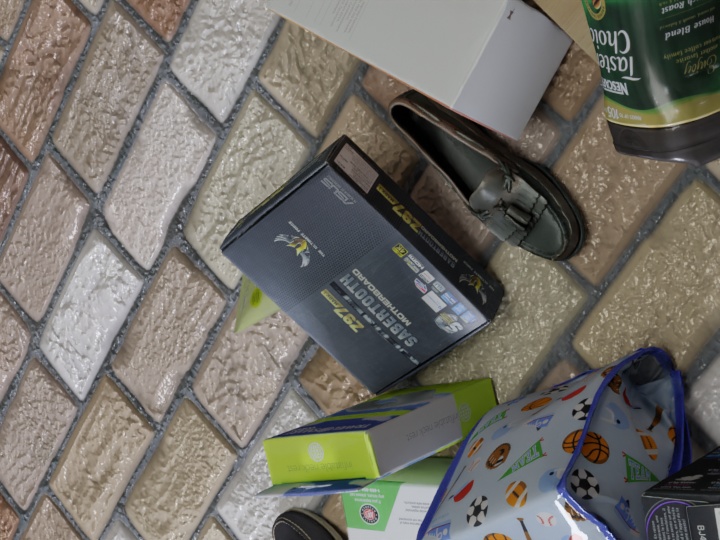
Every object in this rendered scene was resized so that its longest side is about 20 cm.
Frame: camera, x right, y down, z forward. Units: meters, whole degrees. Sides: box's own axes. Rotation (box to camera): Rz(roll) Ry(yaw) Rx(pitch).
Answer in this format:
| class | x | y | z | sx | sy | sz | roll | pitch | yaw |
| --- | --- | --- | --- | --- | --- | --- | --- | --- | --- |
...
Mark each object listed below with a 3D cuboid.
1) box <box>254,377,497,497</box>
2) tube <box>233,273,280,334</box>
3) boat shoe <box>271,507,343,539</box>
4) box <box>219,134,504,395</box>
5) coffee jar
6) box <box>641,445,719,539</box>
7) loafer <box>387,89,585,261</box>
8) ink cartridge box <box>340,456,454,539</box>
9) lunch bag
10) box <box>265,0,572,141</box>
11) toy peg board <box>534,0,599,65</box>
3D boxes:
| class | x | y | z | sx | sy | sz | roll | pitch | yaw |
| --- | --- | --- | --- | --- | --- | --- | --- | --- | --- |
| box | 0.013 | 0.141 | 1.305 | 0.122 | 0.200 | 0.048 | -11 | 93 | 41 |
| tube | -0.051 | -0.004 | 1.419 | 0.200 | 0.058 | 0.052 | -27 | 94 | 42 |
| boat shoe | -0.039 | 0.308 | 1.465 | 0.200 | 0.063 | 0.073 | 53 | 131 | 33 |
| box | 0.000 | 0.000 | 1.325 | 0.200 | 0.051 | 0.158 | 45 | 131 | -12 |
| coffee jar | 0.203 | -0.171 | 1.056 | 0.104 | 0.085 | 0.200 | 21 | 131 | 65 |
| box | 0.298 | 0.184 | 1.077 | 0.106 | 0.200 | 0.122 | -5 | 98 | 40 |
| loafer | 0.098 | -0.076 | 1.270 | 0.200 | 0.063 | 0.072 | 47 | 125 | 22 |
| ink cartridge box | 0.073 | 0.273 | 1.364 | 0.146 | 0.084 | 0.200 | -3 | 99 | 40 |
| lunch bag | 0.160 | 0.157 | 1.202 | 0.170 | 0.200 | 0.124 | -29 | 113 | 39 |
| box | 0.047 | -0.199 | 1.227 | 0.200 | 0.124 | 0.098 | 32 | 99 | 30 |
| toy peg board | 0.206 | -0.278 | 1.127 | 0.199 | 0.098 | 0.200 | 45 | 128 | 3 |
